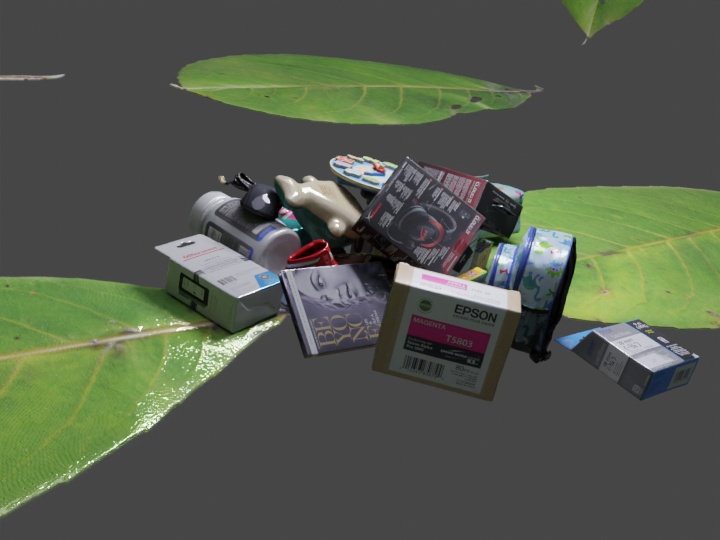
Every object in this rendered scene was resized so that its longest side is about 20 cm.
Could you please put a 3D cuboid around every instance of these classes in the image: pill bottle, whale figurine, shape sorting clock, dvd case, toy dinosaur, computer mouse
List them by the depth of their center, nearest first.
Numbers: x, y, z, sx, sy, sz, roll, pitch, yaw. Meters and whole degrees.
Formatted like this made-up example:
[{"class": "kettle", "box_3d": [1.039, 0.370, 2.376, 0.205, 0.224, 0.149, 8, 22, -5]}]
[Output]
[{"class": "dvd case", "box_3d": [-0.026, 0.060, 1.396, 0.200, 0.016, 0.149, -6, 67, -34]}, {"class": "pill bottle", "box_3d": [-0.212, -0.062, 1.536, 0.200, 0.114, 0.114, 32, 31, 33]}, {"class": "whale figurine", "box_3d": [-0.082, -0.104, 1.541, 0.200, 0.104, 0.159, 16, 35, -45]}, {"class": "computer mouse", "box_3d": [-0.197, -0.149, 1.552, 0.140, 0.046, 0.200, 25, 11, 0]}, {"class": "toy dinosaur", "box_3d": [0.056, -0.121, 1.608, 0.088, 0.048, 0.200, -6, 30, -10]}, {"class": "shape sorting clock", "box_3d": [0.038, -0.182, 1.620, 0.199, 0.039, 0.200, 10, 20, -4]}]

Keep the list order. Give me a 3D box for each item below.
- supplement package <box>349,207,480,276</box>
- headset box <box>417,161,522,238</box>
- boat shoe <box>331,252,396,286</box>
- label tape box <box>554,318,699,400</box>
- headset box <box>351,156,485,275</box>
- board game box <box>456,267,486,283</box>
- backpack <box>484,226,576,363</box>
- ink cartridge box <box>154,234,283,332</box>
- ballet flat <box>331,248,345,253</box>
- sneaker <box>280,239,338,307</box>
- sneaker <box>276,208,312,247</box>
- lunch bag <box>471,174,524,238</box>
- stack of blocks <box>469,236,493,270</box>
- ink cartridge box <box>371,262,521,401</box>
[{"class": "supplement package", "box_3d": [0.104, -0.047, 1.657, 0.200, 0.111, 0.156, 23, 27, 22]}, {"class": "headset box", "box_3d": [0.215, -0.138, 1.698, 0.200, 0.075, 0.149, 24, -1, 43]}, {"class": "boat shoe", "box_3d": [0.000, -0.006, 1.540, 0.202, 0.075, 0.075, 5, 63, -15]}, {"class": "label tape box", "box_3d": [0.469, 0.138, 1.509, 0.144, 0.063, 0.200, -8, 33, -38]}, {"class": "headset box", "box_3d": [0.110, -0.075, 1.491, 0.200, 0.149, 0.075, 37, -18, -5]}, {"class": "board game box", "box_3d": [0.150, 0.062, 1.473, 0.030, 0.096, 0.200, 28, 29, 26]}, {"class": "backpack", "box_3d": [0.294, 0.025, 1.499, 0.147, 0.200, 0.183, 17, 27, 9]}, {"class": "ink cartridge box", "box_3d": [-0.240, 0.017, 1.416, 0.200, 0.068, 0.116, 28, 29, 28]}, {"class": "ballet flat", "box_3d": [-0.055, -0.061, 1.663, 0.046, 0.067, 0.200, 35, 27, -15]}, {"class": "sneaker", "box_3d": [-0.036, 0.014, 1.462, 0.199, 0.116, 0.078, 3, 27, -20]}, {"class": "sneaker", "box_3d": [-0.131, -0.097, 1.679, 0.120, 0.084, 0.200, -3, 33, -26]}, {"class": "lunch bag", "box_3d": [0.242, -0.150, 1.928, 0.170, 0.122, 0.200, -8, 24, -33]}, {"class": "stack of blocks", "box_3d": [0.171, -0.062, 1.780, 0.200, 0.059, 0.115, 23, 27, 20]}, {"class": "ink cartridge box", "box_3d": [0.132, 0.096, 1.319, 0.199, 0.165, 0.075, 14, 25, 3]}]
